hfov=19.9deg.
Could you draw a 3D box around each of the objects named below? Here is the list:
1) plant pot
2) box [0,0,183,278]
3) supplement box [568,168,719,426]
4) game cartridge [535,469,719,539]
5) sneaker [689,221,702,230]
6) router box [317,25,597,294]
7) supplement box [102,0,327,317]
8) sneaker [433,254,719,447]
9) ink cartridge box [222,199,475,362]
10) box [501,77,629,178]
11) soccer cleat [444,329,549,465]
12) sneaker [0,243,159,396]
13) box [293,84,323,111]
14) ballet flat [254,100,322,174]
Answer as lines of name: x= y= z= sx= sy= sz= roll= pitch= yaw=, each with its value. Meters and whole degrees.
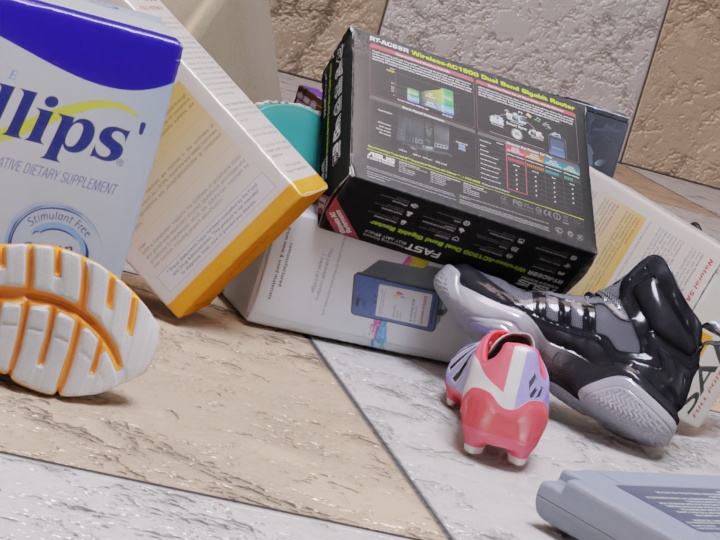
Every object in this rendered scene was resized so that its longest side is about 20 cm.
plant pot: x=-0.182 y=-0.152 z=1.694 sx=0.198 sy=0.201 sz=0.177 roll=-2 pitch=26 yaw=9
box: x=-0.222 y=-0.071 z=1.203 sx=0.183 sy=0.201 sz=0.105 roll=13 pitch=11 yaw=-18
supplement box: x=0.204 y=0.013 z=1.543 sx=0.073 sy=0.126 sz=0.200 roll=24 pitch=10 yaw=-38
game cartridge: x=0.209 y=0.153 z=1.151 sx=0.199 sy=0.042 sz=0.133 roll=8 pitch=17 yaw=-42
sneaker: x=0.326 y=-0.017 z=2.174 sx=0.199 sy=0.083 sz=0.071 roll=12 pitch=10 yaw=-21
router box: x=0.068 y=-0.077 z=1.474 sx=0.199 sy=0.062 sz=0.150 roll=17 pitch=47 yaw=-17
supplement box: x=-0.137 y=-0.085 z=1.389 sx=0.200 sy=0.126 sz=0.074 roll=48 pitch=16 yaw=4
sneaker: x=0.155 y=0.029 z=1.424 sx=0.200 sy=0.114 sz=0.076 roll=33 pitch=-11 yaw=16
ink cartridge box: x=0.000 y=0.000 z=1.521 sx=0.199 sy=0.088 sz=0.145 roll=14 pitch=9 yaw=-21
box: x=0.114 y=-0.052 z=1.667 sx=0.159 sy=0.201 sz=0.044 roll=17 pitch=9 yaw=0
soccer cleat: x=0.093 y=0.067 z=1.320 sx=0.066 sy=0.077 sz=0.200 roll=16 pitch=10 yaw=-1
sneaker: x=-0.208 y=0.015 z=1.126 sx=0.199 sy=0.079 sz=0.077 roll=15 pitch=0 yaw=-12
box: x=-0.032 y=-0.074 z=1.734 sx=0.039 sy=0.138 sz=0.200 roll=14 pitch=9 yaw=-18
ballet flat: x=-0.033 y=-0.080 z=1.523 sx=0.072 sy=0.072 sz=0.199 roll=24 pitch=11 yaw=40
